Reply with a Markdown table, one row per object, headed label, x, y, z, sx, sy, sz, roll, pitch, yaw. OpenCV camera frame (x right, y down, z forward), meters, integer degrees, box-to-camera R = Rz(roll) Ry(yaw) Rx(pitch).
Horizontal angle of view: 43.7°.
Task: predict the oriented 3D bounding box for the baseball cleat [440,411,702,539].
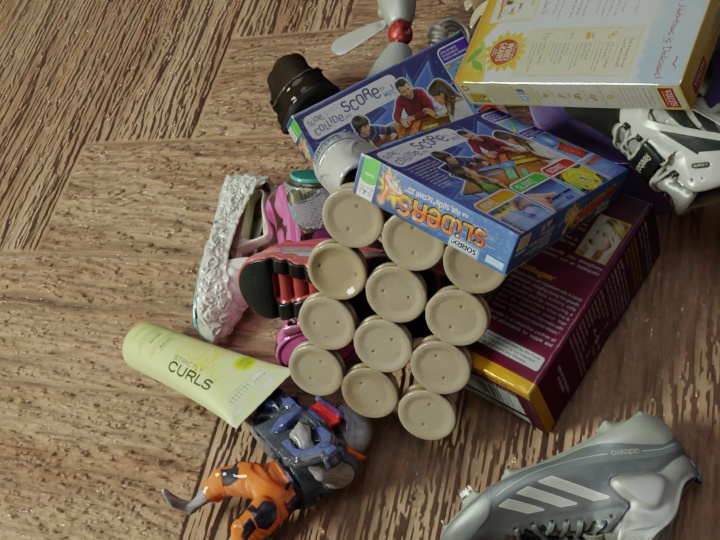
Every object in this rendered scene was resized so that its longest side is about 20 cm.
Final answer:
| label | x | y | z | sx | sy | sz | roll | pitch | yaw |
| --- | --- | --- | --- | --- | --- | --- | --- | --- | --- |
| baseball cleat | 0.162 | 0.186 | 0.683 | 0.200 | 0.070 | 0.107 | -31 | 52 | 2 |

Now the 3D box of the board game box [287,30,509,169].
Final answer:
| label | x | y | z | sx | sy | sz | roll | pitch | yaw |
| --- | --- | --- | --- | --- | --- | --- | --- | --- | --- |
| board game box | 0.048 | -0.131 | 0.879 | 0.200 | 0.034 | 0.136 | -29 | 89 | -17 |

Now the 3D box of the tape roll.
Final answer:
| label | x | y | z | sx | sy | sz | roll | pitch | yaw |
| --- | --- | --- | --- | --- | --- | --- | --- | --- | --- |
| tape roll | 0.264 | -0.156 | 0.851 | 0.200 | 0.085 | 0.200 | -11 | 55 | 16 |

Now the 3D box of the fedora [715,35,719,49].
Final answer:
| label | x | y | z | sx | sy | sz | roll | pitch | yaw |
| --- | --- | --- | --- | --- | --- | --- | --- | --- | --- |
| fedora | 0.259 | -0.226 | 0.786 | 0.200 | 0.090 | 0.177 | -25 | 49 | 21 |

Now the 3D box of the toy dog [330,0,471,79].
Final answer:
| label | x | y | z | sx | sy | sz | roll | pitch | yaw |
| --- | --- | --- | --- | --- | --- | --- | --- | --- | --- |
| toy dog | 0.027 | -0.210 | 0.983 | 0.096 | 0.132 | 0.200 | -27 | 34 | 56 |

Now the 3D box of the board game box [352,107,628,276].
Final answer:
| label | x | y | z | sx | sy | sz | roll | pitch | yaw |
| --- | --- | --- | --- | --- | --- | --- | --- | --- | --- |
| board game box | 0.107 | -0.071 | 0.697 | 0.135 | 0.035 | 0.200 | 31 | 34 | 25 |

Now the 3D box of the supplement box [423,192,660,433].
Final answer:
| label | x | y | z | sx | sy | sz | roll | pitch | yaw |
| --- | --- | --- | --- | --- | --- | --- | --- | --- | --- |
| supplement box | 0.161 | 0.021 | 0.779 | 0.110 | 0.086 | 0.200 | 26 | 72 | 34 |

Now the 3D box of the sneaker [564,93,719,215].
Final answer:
| label | x | y | z | sx | sy | sz | roll | pitch | yaw |
| --- | --- | --- | --- | --- | --- | --- | --- | --- | --- |
| sneaker | 0.251 | -0.095 | 0.725 | 0.200 | 0.074 | 0.089 | 22 | 81 | 18 |

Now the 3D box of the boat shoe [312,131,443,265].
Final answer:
| label | x | y | z | sx | sy | sz | roll | pitch | yaw |
| --- | --- | --- | --- | --- | --- | --- | --- | --- | --- |
| boat shoe | 0.047 | -0.040 | 0.751 | 0.071 | 0.200 | 0.070 | -47 | 32 | 8 |

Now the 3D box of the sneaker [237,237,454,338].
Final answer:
| label | x | y | z | sx | sy | sz | roll | pitch | yaw |
| --- | --- | --- | --- | --- | --- | --- | --- | --- | --- |
| sneaker | 0.000 | 0.000 | 0.768 | 0.200 | 0.074 | 0.087 | 7 | 29 | 15 |

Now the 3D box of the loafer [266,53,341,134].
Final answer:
| label | x | y | z | sx | sy | sz | roll | pitch | yaw |
| --- | --- | --- | --- | --- | --- | --- | --- | --- | --- |
| loafer | -0.073 | -0.192 | 0.958 | 0.073 | 0.071 | 0.200 | -36 | 10 | -2 |

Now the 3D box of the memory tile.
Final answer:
| label | x | y | z | sx | sy | sz | roll | pitch | yaw |
| --- | --- | --- | --- | --- | --- | --- | --- | --- | --- |
| memory tile | 0.025 | 0.037 | 0.718 | 0.153 | 0.200 | 0.017 | 20 | 31 | 9 |

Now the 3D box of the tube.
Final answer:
| label | x | y | z | sx | sy | sz | roll | pitch | yaw |
| --- | --- | --- | --- | --- | --- | --- | --- | --- | --- |
| tube | -0.154 | 0.094 | 0.862 | 0.200 | 0.052 | 0.058 | 15 | 89 | 43 |

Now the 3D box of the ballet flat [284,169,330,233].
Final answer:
| label | x | y | z | sx | sy | sz | roll | pitch | yaw |
| --- | --- | --- | --- | --- | --- | --- | --- | --- | --- |
| ballet flat | 0.031 | -0.066 | 0.812 | 0.200 | 0.072 | 0.072 | -9 | 52 | -14 |

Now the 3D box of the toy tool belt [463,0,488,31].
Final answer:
| label | x | y | z | sx | sy | sz | roll | pitch | yaw |
| --- | --- | --- | --- | --- | --- | --- | --- | --- | --- |
| toy tool belt | 0.171 | -0.284 | 0.953 | 0.123 | 0.125 | 0.200 | -45 | 26 | 34 |

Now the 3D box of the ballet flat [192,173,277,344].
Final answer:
| label | x | y | z | sx | sy | sz | roll | pitch | yaw |
| --- | --- | --- | --- | --- | --- | --- | --- | --- | --- |
| ballet flat | -0.126 | -0.022 | 0.935 | 0.072 | 0.072 | 0.200 | -6 | 59 | 20 |

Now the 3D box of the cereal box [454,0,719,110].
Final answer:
| label | x | y | z | sx | sy | sz | roll | pitch | yaw |
| --- | --- | --- | --- | --- | --- | --- | --- | --- | --- |
| cereal box | 0.189 | -0.200 | 0.729 | 0.200 | 0.040 | 0.144 | 12 | 70 | 39 |

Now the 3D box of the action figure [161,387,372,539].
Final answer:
| label | x | y | z | sx | sy | sz | roll | pitch | yaw |
| --- | --- | --- | --- | --- | --- | --- | --- | --- | --- |
| action figure | -0.075 | 0.174 | 0.799 | 0.193 | 0.105 | 0.200 | -33 | 24 | -8 |

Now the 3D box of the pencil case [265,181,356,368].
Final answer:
| label | x | y | z | sx | sy | sz | roll | pitch | yaw |
| --- | --- | --- | --- | --- | --- | --- | --- | --- | --- |
| pencil case | -0.050 | -0.001 | 0.876 | 0.091 | 0.094 | 0.200 | -29 | 49 | 23 |
